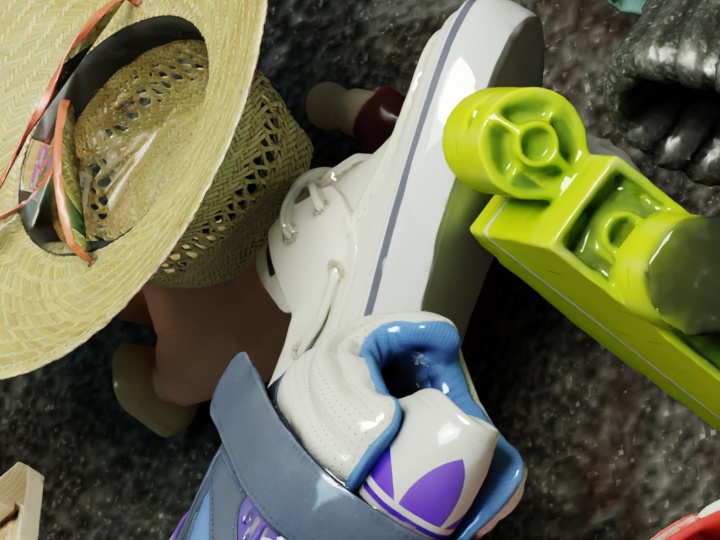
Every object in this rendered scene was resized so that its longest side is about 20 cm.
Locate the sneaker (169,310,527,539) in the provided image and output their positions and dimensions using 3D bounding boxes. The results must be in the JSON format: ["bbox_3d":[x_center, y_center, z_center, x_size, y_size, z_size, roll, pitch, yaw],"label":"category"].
[{"bbox_3d":[-0.014,0.099,0.839,0.147,0.080,0.200,-52,18,39],"label":"sneaker"}]

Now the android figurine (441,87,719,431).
[{"bbox_3d":[0.097,0.012,0.853,0.041,0.182,0.200,-53,7,-1],"label":"android figurine"}]

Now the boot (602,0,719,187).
[{"bbox_3d":[0.091,-0.105,0.835,0.210,0.079,0.158,17,72,23],"label":"boot"}]

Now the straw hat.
[{"bbox_3d":[-0.066,-0.038,0.986,0.201,0.085,0.202,-29,47,38],"label":"straw hat"}]

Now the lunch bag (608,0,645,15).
[{"bbox_3d":[0.111,-0.214,0.983,0.200,0.122,0.171,-40,49,23],"label":"lunch bag"}]

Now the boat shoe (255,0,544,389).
[{"bbox_3d":[0.000,0.000,0.944,0.070,0.071,0.201,25,119,16],"label":"boat shoe"}]

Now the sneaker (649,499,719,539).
[{"bbox_3d":[0.070,0.110,0.840,0.201,0.108,0.067,-12,62,17],"label":"sneaker"}]

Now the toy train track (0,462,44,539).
[{"bbox_3d":[-0.119,0.132,0.879,0.115,0.032,0.200,-41,30,32],"label":"toy train track"}]

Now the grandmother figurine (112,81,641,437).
[{"bbox_3d":[0.006,-0.006,1.012,0.199,0.061,0.122,-14,89,29],"label":"grandmother figurine"}]
